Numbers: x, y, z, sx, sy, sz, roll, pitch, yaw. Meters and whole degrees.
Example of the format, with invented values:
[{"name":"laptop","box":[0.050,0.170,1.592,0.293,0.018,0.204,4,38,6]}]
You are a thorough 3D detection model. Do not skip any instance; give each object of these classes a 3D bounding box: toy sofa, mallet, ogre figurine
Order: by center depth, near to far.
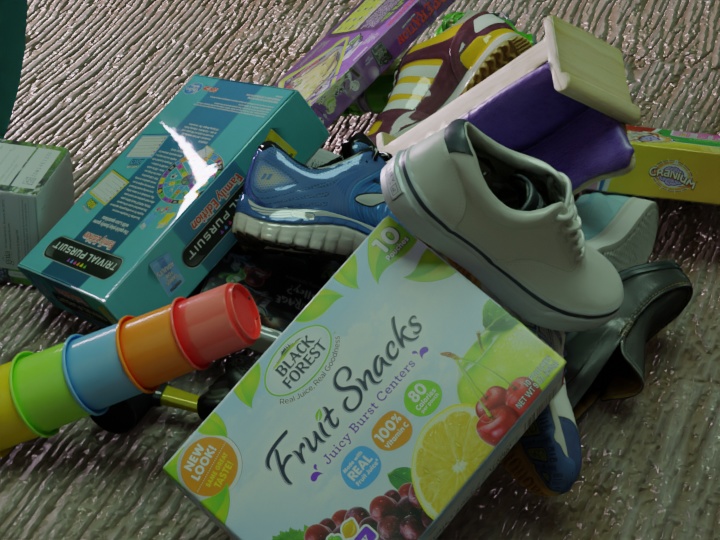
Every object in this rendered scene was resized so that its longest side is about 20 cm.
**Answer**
[{"name":"mallet","box":[-0.079,0.090,1.100,0.197,0.042,0.066,10,37,4]},{"name":"toy sofa","box":[0.105,-0.090,1.223,0.082,0.199,0.099,19,53,-38]},{"name":"ogre figurine","box":[0.081,-0.181,1.472,0.198,0.100,0.119,-5,13,-38]}]

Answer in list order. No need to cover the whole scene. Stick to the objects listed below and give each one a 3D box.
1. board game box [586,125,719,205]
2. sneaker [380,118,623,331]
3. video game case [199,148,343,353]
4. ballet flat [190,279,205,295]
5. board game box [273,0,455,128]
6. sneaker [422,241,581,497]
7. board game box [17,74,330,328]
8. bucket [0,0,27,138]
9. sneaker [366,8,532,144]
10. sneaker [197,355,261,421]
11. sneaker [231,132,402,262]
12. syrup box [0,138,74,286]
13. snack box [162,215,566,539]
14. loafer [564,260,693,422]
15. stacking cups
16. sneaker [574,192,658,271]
[{"name":"board game box","box":[0.229,-0.089,1.336,0.197,0.041,0.153,7,11,6]},{"name":"sneaker","box":[0.102,-0.023,0.987,0.199,0.070,0.074,27,45,-38]},{"name":"video game case","box":[0.000,0.000,1.170,0.198,0.023,0.183,19,50,0]},{"name":"ballet flat","box":[-0.060,-0.026,1.238,0.197,0.069,0.069,-4,47,-9]},{"name":"board game box","box":[-0.018,-0.171,1.393,0.200,0.032,0.120,-46,19,-20]},{"name":"sneaker","box":[0.109,0.041,1.050,0.087,0.075,0.202,-10,72,-32]},{"name":"board game box","box":[-0.134,-0.048,1.174,0.200,0.047,0.150,-49,32,-16]},{"name":"bucket","box":[-0.357,-0.188,1.357,0.133,0.209,0.208,9,33,-1]},{"name":"sneaker","box":[0.050,-0.129,1.352,0.200,0.075,0.090,-41,43,-5]},{"name":"sneaker","box":[-0.031,0.063,1.053,0.113,0.076,0.201,26,58,4]},{"name":"sneaker","box":[0.016,-0.047,1.120,0.197,0.090,0.078,9,-5,-17]},{"name":"syrup box","box":[-0.324,-0.053,1.256,0.197,0.082,0.079,7,31,8]},{"name":"snack box","box":[0.004,0.090,0.963,0.142,0.053,0.200,38,78,17]},{"name":"loafer","box":[0.167,0.062,1.133,0.199,0.073,0.072,-33,56,-28]},{"name":"stacking cups","box":[-0.153,0.061,1.038,0.198,0.061,0.061,-19,29,17]},{"name":"sneaker","box":[0.152,-0.003,1.231,0.081,0.075,0.200,12,25,27]}]
